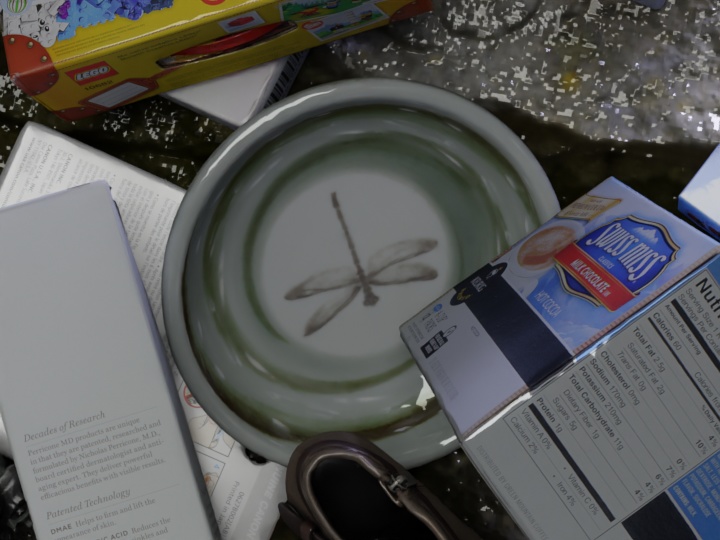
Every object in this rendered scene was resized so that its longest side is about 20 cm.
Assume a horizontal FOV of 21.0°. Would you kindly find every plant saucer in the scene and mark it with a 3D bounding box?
[{"bbox_3d":[0.000,0.000,0.944,0.198,0.050,0.202,-4,110,-11],"label":"plant saucer"}]

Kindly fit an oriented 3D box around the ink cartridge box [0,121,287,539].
[{"bbox_3d":[-0.113,0.038,0.997,0.199,0.050,0.162,24,85,-5],"label":"ink cartridge box"}]

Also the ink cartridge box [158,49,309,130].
[{"bbox_3d":[-0.105,-0.180,1.021,0.199,0.057,0.163,25,86,8],"label":"ink cartridge box"}]

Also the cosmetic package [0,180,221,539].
[{"bbox_3d":[-0.126,0.065,0.916,0.081,0.113,0.201,-18,87,-6],"label":"cosmetic package"}]

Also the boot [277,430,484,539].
[{"bbox_3d":[0.043,0.152,0.885,0.200,0.146,0.070,39,84,10],"label":"boot"}]

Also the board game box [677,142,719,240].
[{"bbox_3d":[0.277,-0.032,0.933,0.200,0.037,0.152,38,89,15],"label":"board game box"}]

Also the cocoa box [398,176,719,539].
[{"bbox_3d":[0.116,0.059,0.847,0.131,0.200,0.134,-36,102,2],"label":"cocoa box"}]

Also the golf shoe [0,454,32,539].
[{"bbox_3d":[-0.243,0.155,0.968,0.094,0.078,0.200,40,102,17],"label":"golf shoe"}]

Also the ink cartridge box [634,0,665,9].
[{"bbox_3d":[0.113,-0.242,0.913,0.145,0.200,0.147,30,87,12],"label":"ink cartridge box"}]

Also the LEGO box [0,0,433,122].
[{"bbox_3d":[-0.080,-0.178,0.955,0.199,0.077,0.150,-16,76,10],"label":"LEGO box"}]
